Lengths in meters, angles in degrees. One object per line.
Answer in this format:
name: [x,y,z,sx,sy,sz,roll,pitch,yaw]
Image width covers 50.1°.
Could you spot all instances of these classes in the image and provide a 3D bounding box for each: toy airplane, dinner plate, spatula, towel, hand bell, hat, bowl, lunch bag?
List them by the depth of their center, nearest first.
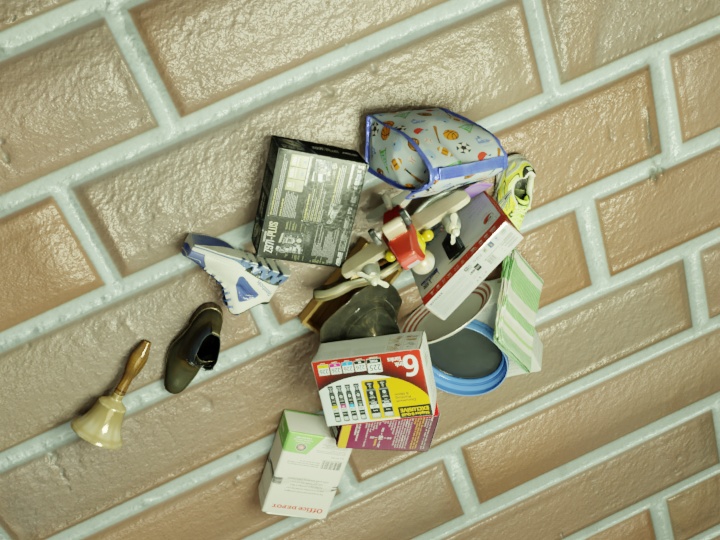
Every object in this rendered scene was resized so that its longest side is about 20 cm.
lunch bag: [0.125,-0.194,1.304,0.169,0.200,0.125,-15,120,-29]
toy airplane: [0.078,-0.056,1.341,0.199,0.199,0.141,-48,111,-32]
spatula: [0.157,-0.096,1.390,0.056,0.021,0.200,-2,143,-48]
hand bell: [-0.446,0.219,1.434,0.104,0.104,0.201,28,92,-25]
hat: [0.020,0.119,1.460,0.200,0.081,0.201,-27,147,-19]
dinner plate: [0.166,0.085,1.463,0.199,0.200,0.024,-34,106,2]
towel: [0.306,0.074,1.477,0.023,0.201,0.152,-8,147,36]
bowl: [0.200,0.170,1.550,0.199,0.039,0.202,10,132,12]

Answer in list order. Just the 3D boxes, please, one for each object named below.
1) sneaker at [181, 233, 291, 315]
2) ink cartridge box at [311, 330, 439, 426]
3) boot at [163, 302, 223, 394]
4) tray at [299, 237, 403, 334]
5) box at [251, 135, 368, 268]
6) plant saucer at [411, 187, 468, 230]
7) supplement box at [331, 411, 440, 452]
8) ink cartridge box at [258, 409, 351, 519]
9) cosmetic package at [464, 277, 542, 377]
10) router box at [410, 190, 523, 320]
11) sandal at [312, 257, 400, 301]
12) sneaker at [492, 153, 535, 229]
sneaker: [-0.234,0.019,1.390,0.198,0.081,0.116,21,105,-25]
ink cartridge box: [0.032,0.215,1.390,0.198,0.084,0.177,-9,108,14]
boot: [-0.312,0.163,1.424,0.074,0.097,0.201,21,106,-23]
tray: [-0.019,0.043,1.486,0.098,0.037,0.200,34,102,-26]
box: [-0.093,-0.119,1.362,0.163,0.086,0.201,7,112,-18]
plant saucer: [0.180,-0.069,1.474,0.198,0.050,0.202,-3,116,-5]
supplement box: [0.042,0.285,1.561,0.198,0.131,0.104,7,112,-17]
ink cartridge box: [-0.115,0.404,1.596,0.145,0.084,0.201,13,109,-20]
cosmetic package: [0.283,0.118,1.557,0.112,0.081,0.200,-18,123,28]
router box: [0.179,-0.034,1.364,0.049,0.180,0.200,36,105,-21]
sandal: [0.000,0.000,1.418,0.199,0.080,0.054,-21,96,-1]
sneaker: [0.285,-0.118,1.473,0.075,0.076,0.201,-3,116,-16]
